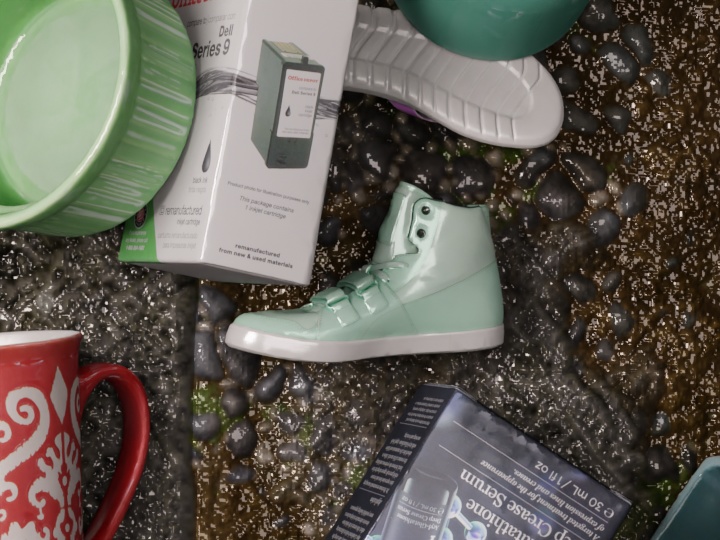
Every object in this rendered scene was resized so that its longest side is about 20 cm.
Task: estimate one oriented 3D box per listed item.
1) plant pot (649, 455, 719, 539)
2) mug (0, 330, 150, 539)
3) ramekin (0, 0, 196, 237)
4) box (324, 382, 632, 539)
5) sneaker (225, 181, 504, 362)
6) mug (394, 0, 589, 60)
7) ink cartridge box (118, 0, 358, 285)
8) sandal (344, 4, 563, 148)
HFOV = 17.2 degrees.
[{"bbox_3d":[0.295,0.272,1.621,0.200,0.196,0.196,39,81,-16],"label":"plant pot"},{"bbox_3d":[-0.218,0.143,1.551,0.177,0.133,0.201,-4,92,-10],"label":"mug"},{"bbox_3d":[-0.202,-0.116,1.533,0.199,0.098,0.201,-7,77,30],"label":"ramekin"},{"bbox_3d":[0.061,0.199,1.613,0.148,0.107,0.201,33,83,-9],"label":"box"},{"bbox_3d":[0.000,0.000,1.624,0.199,0.074,0.119,-5,95,-21],"label":"sneaker"},{"bbox_3d":[0.102,-0.248,1.617,0.151,0.114,0.186,19,68,-2],"label":"mug"},{"bbox_3d":[-0.081,-0.096,1.570,0.084,0.146,0.201,12,85,-27],"label":"ink cartridge box"},{"bbox_3d":[0.045,-0.136,1.655,0.202,0.050,0.083,20,69,0],"label":"sandal"}]
